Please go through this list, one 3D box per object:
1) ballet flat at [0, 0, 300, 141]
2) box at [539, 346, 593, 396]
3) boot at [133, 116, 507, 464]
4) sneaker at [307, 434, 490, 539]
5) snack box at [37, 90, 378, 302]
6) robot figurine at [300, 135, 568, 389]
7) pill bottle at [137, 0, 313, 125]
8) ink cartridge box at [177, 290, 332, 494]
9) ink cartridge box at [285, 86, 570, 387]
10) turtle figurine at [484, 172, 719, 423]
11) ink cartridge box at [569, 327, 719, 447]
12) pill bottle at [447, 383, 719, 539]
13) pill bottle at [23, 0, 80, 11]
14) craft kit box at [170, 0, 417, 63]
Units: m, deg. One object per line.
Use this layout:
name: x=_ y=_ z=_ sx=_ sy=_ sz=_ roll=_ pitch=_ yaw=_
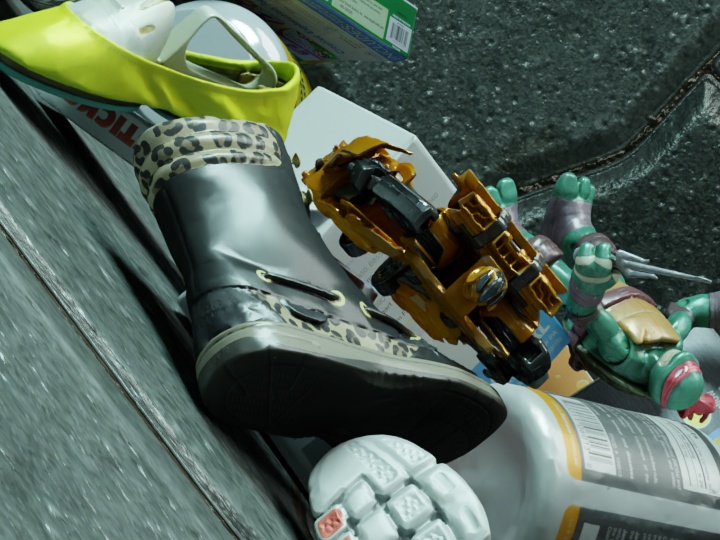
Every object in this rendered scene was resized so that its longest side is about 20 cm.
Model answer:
ballet flat: x=-0.104 y=-0.109 z=1.386 sx=0.199 sy=0.067 sz=0.067 roll=19 pitch=17 yaw=-46
box: x=0.100 y=0.124 z=1.737 sx=0.200 sy=0.124 sz=0.098 roll=55 pitch=-15 yaw=42
boot: x=-0.021 y=0.012 z=1.287 sx=0.199 sy=0.073 sz=0.151 roll=15 pitch=41 yaw=-46
sneaker: x=0.036 y=0.165 z=1.194 sx=0.200 sy=0.077 sz=0.082 roll=56 pitch=-23 yaw=28
snack box: x=-0.078 y=-0.040 z=1.431 sx=0.199 sy=0.024 sz=0.072 roll=36 pitch=0 yaw=7
robot figurine: x=0.038 y=-0.012 z=1.356 sx=0.145 sy=0.058 sz=0.200 roll=50 pitch=-8 yaw=-18
pill bottle: x=-0.094 y=-0.115 z=1.781 sx=0.112 sy=0.112 sz=0.200 roll=53 pitch=3 yaw=7
ink cartridge box: x=-0.016 y=0.075 z=1.417 sx=0.161 sy=0.047 sz=0.200 roll=54 pitch=4 yaw=10
ink cartridge box: x=0.000 y=0.000 z=1.562 sx=0.200 sy=0.125 sz=0.128 roll=52 pitch=-12 yaw=-32
turtle figurine: x=0.157 y=0.019 z=1.597 sx=0.149 sy=0.101 sz=0.200 roll=15 pitch=22 yaw=-50
ink cartridge box: x=0.182 y=0.154 z=1.615 sx=0.198 sy=0.199 sz=0.047 roll=52 pitch=-20 yaw=18
pill bottle: x=0.137 y=0.133 z=1.494 sx=0.199 sy=0.117 sz=0.117 roll=14 pitch=28 yaw=-37
pill bottle: x=-0.169 y=-0.208 z=1.506 sx=0.117 sy=0.116 sz=0.200 roll=54 pitch=3 yaw=12
craft kit box: x=-0.096 y=-0.195 z=1.851 sx=0.196 sy=0.049 sz=0.200 roll=-2 pitch=-20 yaw=37
